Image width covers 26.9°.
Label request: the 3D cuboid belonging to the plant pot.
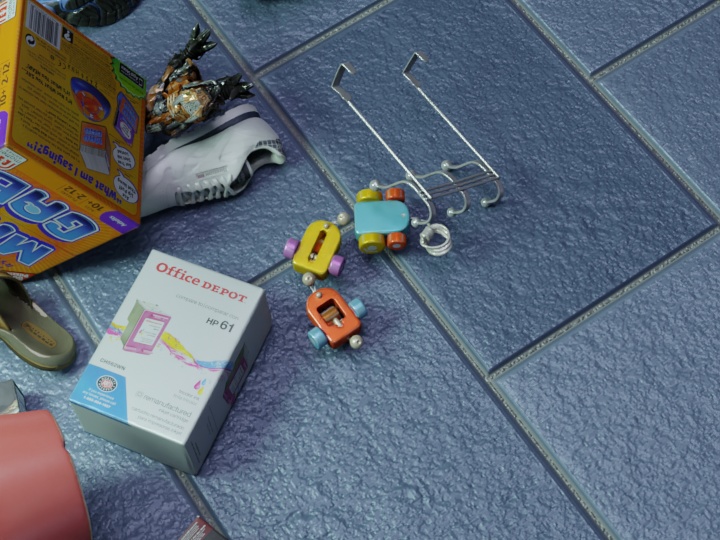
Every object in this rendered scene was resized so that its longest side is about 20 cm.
[{"bbox_3d":[-0.365,0.229,1.455,0.176,0.201,0.201,-18,59,-19],"label":"plant pot"}]

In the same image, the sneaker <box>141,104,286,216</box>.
[{"bbox_3d":[-0.183,-0.114,1.751,0.199,0.077,0.081,-33,72,-13],"label":"sneaker"}]

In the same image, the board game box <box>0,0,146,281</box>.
[{"bbox_3d":[-0.377,-0.141,1.662,0.199,0.200,0.202,-22,54,29],"label":"board game box"}]

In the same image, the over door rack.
[{"bbox_3d":[0.060,-0.145,1.703,0.147,0.067,0.201,-18,74,-49],"label":"over door rack"}]

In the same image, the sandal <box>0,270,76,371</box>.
[{"bbox_3d":[-0.395,0.036,1.651,0.199,0.054,0.081,33,43,0],"label":"sandal"}]

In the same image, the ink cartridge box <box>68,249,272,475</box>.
[{"bbox_3d":[-0.200,0.095,1.621,0.143,0.085,0.201,19,62,15],"label":"ink cartridge box"}]

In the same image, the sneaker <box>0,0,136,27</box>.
[{"bbox_3d":[-0.370,-0.347,1.897,0.198,0.076,0.079,-21,57,-10],"label":"sneaker"}]

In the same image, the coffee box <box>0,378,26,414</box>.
[{"bbox_3d":[-0.400,0.222,1.585,0.122,0.044,0.201,-15,61,-5],"label":"coffee box"}]

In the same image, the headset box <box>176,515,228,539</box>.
[{"bbox_3d":[-0.145,0.352,1.473,0.199,0.075,0.149,35,69,21],"label":"headset box"}]

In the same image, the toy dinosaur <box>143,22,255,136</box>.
[{"bbox_3d":[-0.210,-0.204,1.740,0.199,0.103,0.136,18,56,45],"label":"toy dinosaur"}]

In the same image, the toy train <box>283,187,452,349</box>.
[{"bbox_3d":[0.000,0.000,1.681,0.200,0.056,0.150,-38,71,-17],"label":"toy train"}]
